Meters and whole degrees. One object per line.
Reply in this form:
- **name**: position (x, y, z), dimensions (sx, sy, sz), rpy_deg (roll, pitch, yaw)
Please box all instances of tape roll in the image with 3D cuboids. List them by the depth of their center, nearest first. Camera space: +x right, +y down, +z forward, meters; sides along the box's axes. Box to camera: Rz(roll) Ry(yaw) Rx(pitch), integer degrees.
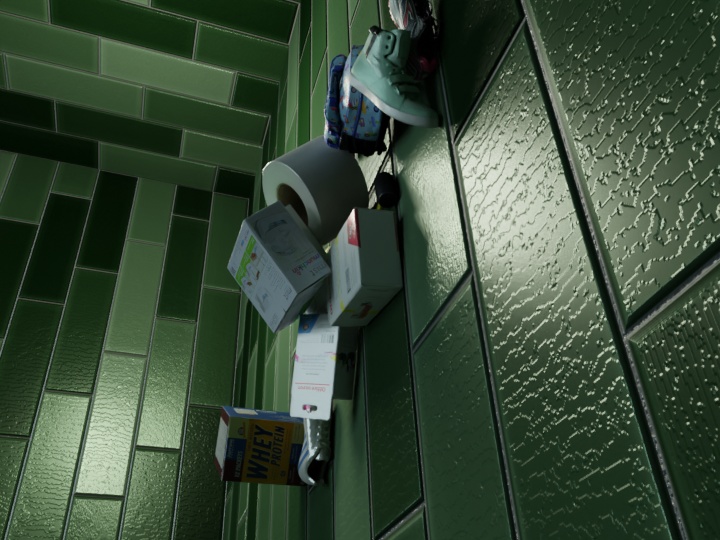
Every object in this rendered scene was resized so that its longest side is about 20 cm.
- **tape roll**: position (-0.094, -0.160, 1.380), dimensions (0.201, 0.138, 0.207), rpy_deg (36, 144, 33)

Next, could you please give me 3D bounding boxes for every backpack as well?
- **backpack**: position (0.001, -0.334, 1.246), dimensions (0.200, 0.130, 0.189), rpy_deg (109, 168, -79)

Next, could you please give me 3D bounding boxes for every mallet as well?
- **mallet**: position (0.028, -0.100, 1.274), dimensions (0.202, 0.040, 0.067), rpy_deg (111, 159, -48)

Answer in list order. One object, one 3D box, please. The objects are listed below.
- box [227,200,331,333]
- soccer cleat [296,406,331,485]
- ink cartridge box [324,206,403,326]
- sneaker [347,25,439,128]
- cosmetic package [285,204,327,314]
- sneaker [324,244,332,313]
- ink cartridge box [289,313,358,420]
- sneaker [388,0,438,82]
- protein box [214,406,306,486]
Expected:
- **box**: position (-0.167, -0.001, 1.303), dimensions (0.178, 0.096, 0.201), rpy_deg (51, 147, 10)
- **soccer cleat**: position (-0.086, 0.354, 1.396), dimensions (0.086, 0.068, 0.207), rpy_deg (8, 92, 58)
- **ink cartridge box**: position (0.000, 0.000, 1.204), dimensions (0.200, 0.081, 0.150), rpy_deg (129, 139, -59)
- **sneaker**: position (0.066, -0.320, 1.068), dimensions (0.200, 0.073, 0.120), rpy_deg (42, 121, 28)
- **cosmetic package**: position (-0.122, -0.013, 1.370), dimensions (0.202, 0.051, 0.151), rpy_deg (52, 147, 10)
- **sneaker**: position (-0.069, 0.028, 1.471), dimensions (0.085, 0.072, 0.205), rpy_deg (130, 143, -51)
- **ink cartridge box**: position (-0.072, 0.194, 1.317), dimensions (0.113, 0.067, 0.207), rpy_deg (-4, 74, 38)
- **sneaker**: position (0.100, -0.426, 1.124), dimensions (0.074, 0.079, 0.207), rpy_deg (-4, 91, 57)
- **protein box**: position (-0.228, 0.403, 1.530), dimensions (0.199, 0.192, 0.140), rpy_deg (165, 113, -73)
